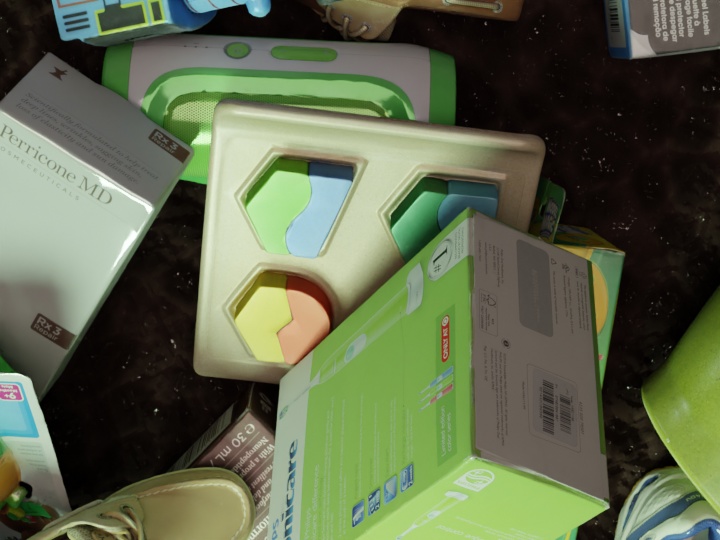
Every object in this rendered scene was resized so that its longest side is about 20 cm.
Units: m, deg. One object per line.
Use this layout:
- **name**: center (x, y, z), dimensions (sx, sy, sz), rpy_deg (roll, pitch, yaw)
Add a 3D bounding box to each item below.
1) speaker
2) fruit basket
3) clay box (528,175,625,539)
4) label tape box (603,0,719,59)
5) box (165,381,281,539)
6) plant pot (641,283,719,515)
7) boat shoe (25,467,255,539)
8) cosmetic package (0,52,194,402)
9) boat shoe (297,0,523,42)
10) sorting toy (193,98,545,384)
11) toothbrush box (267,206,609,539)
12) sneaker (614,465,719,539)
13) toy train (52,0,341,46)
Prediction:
- **speaker**: center (-0.046, -0.092, 0.861), dimensions (0.198, 0.088, 0.089), rpy_deg (2, 98, -1)
- **fruit basket**: center (-0.251, 0.116, 0.838), dimensions (0.183, 0.094, 0.201), rpy_deg (9, 131, 13)
- **clay box**: center (0.112, 0.050, 0.868), dimensions (0.047, 0.115, 0.202), rpy_deg (9, 98, -3)
- **label tape box**: center (0.239, -0.206, 0.859), dimensions (0.198, 0.066, 0.145), rpy_deg (-7, 98, 2)
- **box**: center (-0.030, 0.177, 0.906), dimensions (0.200, 0.075, 0.100), rpy_deg (44, 95, -8)
- **plant pot**: center (0.272, 0.057, 0.846), dimensions (0.193, 0.201, 0.200), rpy_deg (-43, 97, 17)
- **boat shoe**: center (-0.139, 0.159, 0.797), dimensions (0.199, 0.065, 0.073), rpy_deg (-19, 82, -27)
- **cosmetic package**: center (-0.186, -0.009, 0.837), dimensions (0.101, 0.074, 0.200), rpy_deg (32, 125, -5)
- **boat shoe**: center (0.003, -0.167, 0.857), dimensions (0.198, 0.076, 0.073), rpy_deg (-3, 100, 1)
- **sorting toy**: center (0.000, 0.000, 0.852), dimensions (0.183, 0.037, 0.201), rpy_deg (6, 126, -4)
- **toothbrush box**: center (0.034, 0.087, 0.785), dimensions (0.086, 0.147, 0.200), rpy_deg (22, 138, -25)
- **sneaker**: center (0.174, 0.223, 0.908), dimensions (0.075, 0.088, 0.202), rpy_deg (10, 99, -4)
- **toy train**: center (-0.079, -0.188, 0.786), dimensions (0.198, 0.087, 0.115), rpy_deg (-8, 103, 18)
